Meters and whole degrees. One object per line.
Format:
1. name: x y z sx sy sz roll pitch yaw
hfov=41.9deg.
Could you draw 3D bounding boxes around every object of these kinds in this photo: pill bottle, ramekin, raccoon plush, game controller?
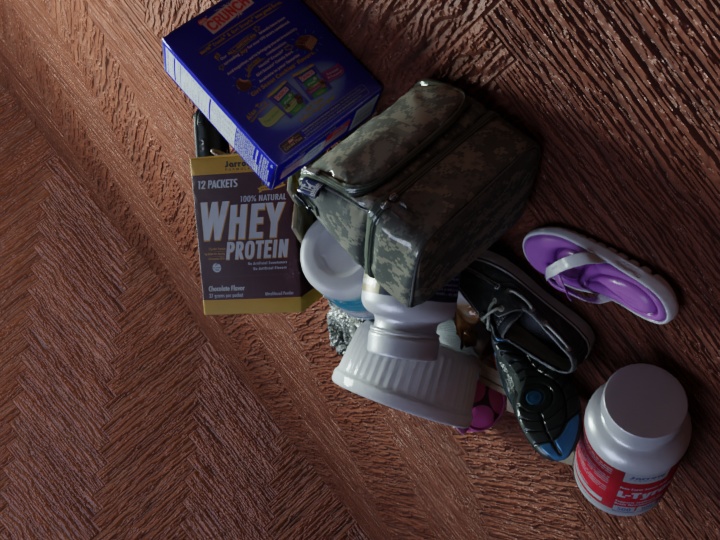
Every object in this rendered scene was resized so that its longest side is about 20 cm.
1. pill bottle: 0.060 -0.003 1.070 0.111 0.110 0.201 10 93 63
2. pill bottle: 0.000 0.000 1.218 0.111 0.111 0.200 43 179 19
3. ramekin: 0.068 0.135 1.267 0.201 0.095 0.202 19 179 0
4. raccoon plush: -0.022 0.062 1.585 0.200 0.097 0.134 45 153 17
5. pill bottle: 0.299 0.186 1.035 0.112 0.112 0.200 40 159 27
6. game controller: -0.238 -0.173 1.533 0.104 0.042 0.201 -72 -17 -68

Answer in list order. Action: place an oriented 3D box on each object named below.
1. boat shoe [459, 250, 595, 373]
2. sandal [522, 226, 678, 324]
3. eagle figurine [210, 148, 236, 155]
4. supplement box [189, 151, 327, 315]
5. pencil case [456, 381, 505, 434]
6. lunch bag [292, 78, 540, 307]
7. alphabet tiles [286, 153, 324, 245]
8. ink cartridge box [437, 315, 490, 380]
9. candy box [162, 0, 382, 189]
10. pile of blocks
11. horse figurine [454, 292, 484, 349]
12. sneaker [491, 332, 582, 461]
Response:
1. boat shoe: 0.173 0.044 1.081 0.199 0.064 0.071 34 134 17
2. sandal: 0.228 0.007 0.955 0.202 0.050 0.083 24 149 53
3. eagle figurine: -0.161 -0.159 1.465 0.200 0.150 0.153 -18 -70 -76
4. supplement box: -0.123 -0.059 1.260 0.197 0.132 0.201 -38 -55 -75
5. pencil case: 0.135 0.194 1.456 0.091 0.094 0.200 37 168 -18
6. lunch bag: 0.055 -0.087 0.942 0.168 0.200 0.140 40 159 23
7. alphabet tiles: -0.066 -0.121 1.207 0.006 0.201 0.167 -2 156 11
8. ink cartridge box: 0.103 0.066 1.370 0.200 0.043 0.196 54 160 -16
9. candy box: -0.104 -0.223 1.093 0.200 0.169 0.077 49 158 6
10. pile of blocks: 0.226 0.155 1.197 0.200 0.082 0.062 -127 26 -48
11. horse figurine: 0.135 0.020 1.198 0.132 0.050 0.200 3 133 58
12. sneaker: 0.209 0.148 1.099 0.201 0.073 0.082 -102 -3 -50
